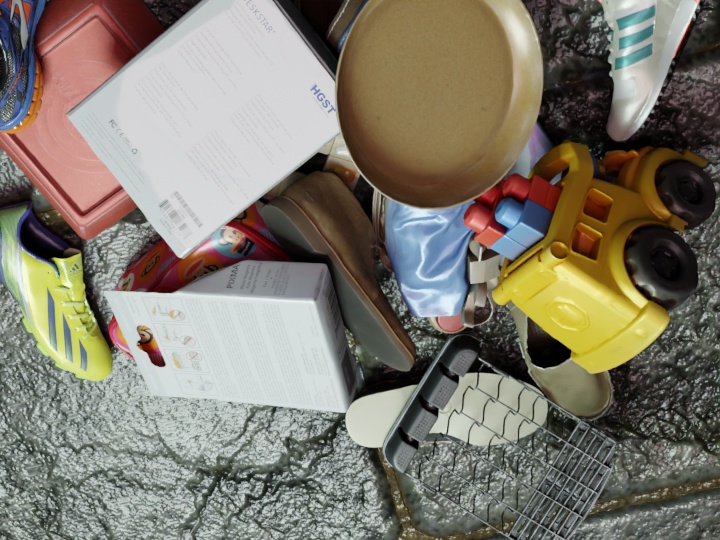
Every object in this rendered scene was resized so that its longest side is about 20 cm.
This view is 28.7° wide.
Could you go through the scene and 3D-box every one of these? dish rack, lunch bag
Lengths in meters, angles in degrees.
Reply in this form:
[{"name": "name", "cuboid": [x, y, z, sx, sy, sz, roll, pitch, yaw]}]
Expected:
[{"name": "dish rack", "cuboid": [0.137, 0.171, 1.352, 0.199, 0.055, 0.154, 31, 98, -3]}, {"name": "lunch bag", "cuboid": [-0.123, 0.031, 1.339, 0.176, 0.082, 0.200, 34, 122, -25]}]

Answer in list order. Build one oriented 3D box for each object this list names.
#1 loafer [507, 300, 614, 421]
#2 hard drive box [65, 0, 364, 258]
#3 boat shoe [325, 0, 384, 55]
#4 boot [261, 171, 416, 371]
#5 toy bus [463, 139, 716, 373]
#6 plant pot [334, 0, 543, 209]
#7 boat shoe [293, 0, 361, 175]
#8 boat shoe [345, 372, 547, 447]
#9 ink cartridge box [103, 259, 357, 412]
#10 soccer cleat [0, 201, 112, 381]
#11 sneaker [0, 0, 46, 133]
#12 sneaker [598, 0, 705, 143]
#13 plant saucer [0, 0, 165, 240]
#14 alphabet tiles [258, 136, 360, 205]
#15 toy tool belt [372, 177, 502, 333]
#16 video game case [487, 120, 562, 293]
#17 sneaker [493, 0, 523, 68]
[{"name": "loafer", "cuboid": [0.190, 0.079, 1.362, 0.076, 0.068, 0.200, -25, 120, 14]}, {"name": "hard drive box", "cuboid": [-0.117, -0.135, 1.182, 0.200, 0.077, 0.156, -36, 98, 12]}, {"name": "boat shoe", "cuboid": [0.013, -0.273, 1.174, 0.072, 0.072, 0.201, 27, 81, 3]}, {"name": "boot", "cuboid": [0.000, 0.000, 1.265, 0.075, 0.073, 0.200, -42, 105, -27]}, {"name": "toy bus", "cuboid": [0.190, -0.042, 1.227, 0.191, 0.201, 0.136, 30, 147, -10]}, {"name": "plant pot", "cuboid": [0.062, -0.151, 1.151, 0.199, 0.027, 0.202, -7, 106, -28]}, {"name": "boat shoe", "cuboid": [-0.020, -0.173, 1.244, 0.071, 0.068, 0.201, -7, 114, 10]}, {"name": "boat shoe", "cuboid": [0.085, 0.136, 1.406, 0.200, 0.063, 0.074, -6, 96, 5]}, {"name": "ink cartridge box", "cuboid": [-0.113, 0.058, 1.284, 0.199, 0.057, 0.163, 6, 140, 18]}, {"name": "soccer cleat", "cuboid": [-0.291, 0.023, 1.359, 0.083, 0.065, 0.201, -28, 112, 12]}, {"name": "sneaker", "cuboid": [-0.314, -0.218, 1.209, 0.075, 0.078, 0.202, -2, 97, 14]}, {"name": "sneaker", "cuboid": [0.240, -0.214, 1.230, 0.093, 0.070, 0.201, 24, 118, 9]}, {"name": "plant saucer", "cuboid": [-0.245, -0.144, 1.290, 0.199, 0.037, 0.200, -32, 111, 17]}, {"name": "alphabet tiles", "cuboid": [-0.093, -0.073, 1.299, 0.166, 0.008, 0.201, 15, 134, -7]}, {"name": "toy tool belt", "cuboid": [0.073, -0.012, 1.276, 0.124, 0.123, 0.201, -6, 117, 5]}, {"name": "video game case", "cuboid": [0.117, -0.084, 1.317, 0.142, 0.019, 0.200, -31, 111, 16]}, {"name": "sneaker", "cuboid": [0.087, -0.255, 1.204, 0.115, 0.075, 0.201, 16, 109, 7]}]
